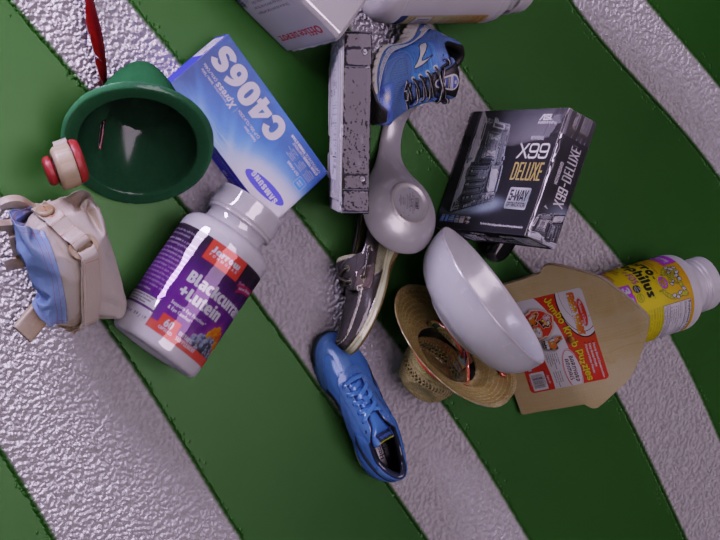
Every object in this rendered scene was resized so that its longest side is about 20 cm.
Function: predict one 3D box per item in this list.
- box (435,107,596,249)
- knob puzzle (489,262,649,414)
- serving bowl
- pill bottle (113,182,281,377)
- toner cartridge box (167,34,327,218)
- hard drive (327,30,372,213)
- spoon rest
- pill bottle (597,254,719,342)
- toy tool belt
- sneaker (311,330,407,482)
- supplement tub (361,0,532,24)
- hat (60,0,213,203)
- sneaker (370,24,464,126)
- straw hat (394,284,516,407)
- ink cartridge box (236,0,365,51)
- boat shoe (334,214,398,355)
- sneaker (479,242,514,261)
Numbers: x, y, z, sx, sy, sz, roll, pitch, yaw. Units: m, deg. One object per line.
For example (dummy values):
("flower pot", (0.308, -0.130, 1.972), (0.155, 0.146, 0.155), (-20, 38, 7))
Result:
("box", (0.183, -0.112, 1.578), (0.049, 0.199, 0.159), (22, 84, -29))
("knob puzzle", (0.272, 0.080, 1.666), (0.030, 0.217, 0.222), (-43, 117, -62))
("serving bowl", (0.136, 0.047, 1.572), (0.066, 0.201, 0.200), (-38, 112, 14))
("pill bottle", (-0.175, 0.007, 1.460), (0.111, 0.111, 0.201), (38, 77, -23))
("toner cartridge box", (-0.133, -0.161, 1.508), (0.095, 0.043, 0.201), (-43, 110, -16))
("hard drive", (-0.014, -0.169, 1.510), (0.037, 0.140, 0.203), (0, 97, -7))
("spoon rest", (0.048, -0.114, 1.570), (0.098, 0.061, 0.202), (14, 67, -25))
("pill bottle", (0.380, 0.040, 1.738), (0.198, 0.104, 0.106), (-15, 100, -26))
("toy tool belt", (-0.327, -0.027, 1.373), (0.122, 0.125, 0.202), (-20, 119, -16))
("sneaker", (0.007, 0.164, 1.580), (0.066, 0.078, 0.202), (-28, 104, -19))
("supplement tub", (0.102, -0.366, 1.553), (0.198, 0.144, 0.146), (-6, 96, -26))
("hat", (-0.246, -0.205, 1.454), (0.163, 0.177, 0.201), (1, 138, -10))
("sneaker", (0.068, -0.228, 1.528), (0.200, 0.088, 0.079), (-55, 156, -46))
("straw hat", (0.094, 0.116, 1.608), (0.200, 0.202, 0.085), (30, 121, -25))
("ink cartridge box", (-0.098, -0.346, 1.455), (0.200, 0.144, 0.085), (42, 75, -22))
("boat shoe", (0.001, -0.001, 1.571), (0.065, 0.072, 0.203), (24, 74, -14))
("sneaker", (0.228, -0.092, 1.673), (0.089, 0.070, 0.202), (28, 79, -21))
